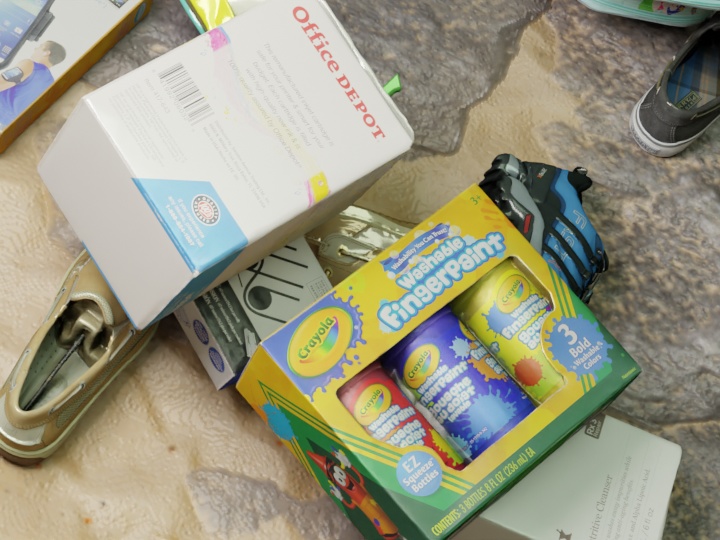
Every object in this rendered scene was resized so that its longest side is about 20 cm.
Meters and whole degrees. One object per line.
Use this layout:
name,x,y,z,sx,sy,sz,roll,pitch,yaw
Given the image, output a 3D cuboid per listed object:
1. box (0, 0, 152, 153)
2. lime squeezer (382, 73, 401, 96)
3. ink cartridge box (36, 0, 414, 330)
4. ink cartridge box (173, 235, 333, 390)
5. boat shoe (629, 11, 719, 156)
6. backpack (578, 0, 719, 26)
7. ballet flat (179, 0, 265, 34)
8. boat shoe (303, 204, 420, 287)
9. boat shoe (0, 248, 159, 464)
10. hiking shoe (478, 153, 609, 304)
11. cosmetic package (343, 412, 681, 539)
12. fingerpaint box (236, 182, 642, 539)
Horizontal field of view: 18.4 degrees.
box,-0.237,-0.184,1.569,0.119,0.042,0.200,38,60,4
lime squeezer,-0.061,-0.080,1.528,0.199,0.038,0.071,-13,101,-8
ink cartridge box,-0.077,-0.076,1.396,0.200,0.125,0.129,-30,85,-28
ink cartridge box,-0.100,-0.031,1.467,0.094,0.044,0.200,-27,83,-26
boat shoe,0.280,-0.167,1.713,0.070,0.066,0.200,45,59,8
backpack,0.228,-0.273,1.688,0.177,0.151,0.200,9,32,-13
ballet flat,-0.079,-0.162,1.589,0.067,0.067,0.201,-27,74,12
boat shoe,0.000,0.000,1.528,0.199,0.074,0.069,11,69,-2
boat shoe,-0.174,0.035,1.450,0.071,0.076,0.200,26,57,-1
hiking shoe,0.141,0.005,1.571,0.086,0.074,0.201,2,62,-16
cosmetic package,0.101,0.140,1.482,0.199,0.081,0.113,22,60,-7
fingerpaint box,0.051,0.067,1.415,0.200,0.073,0.167,-36,79,-29
